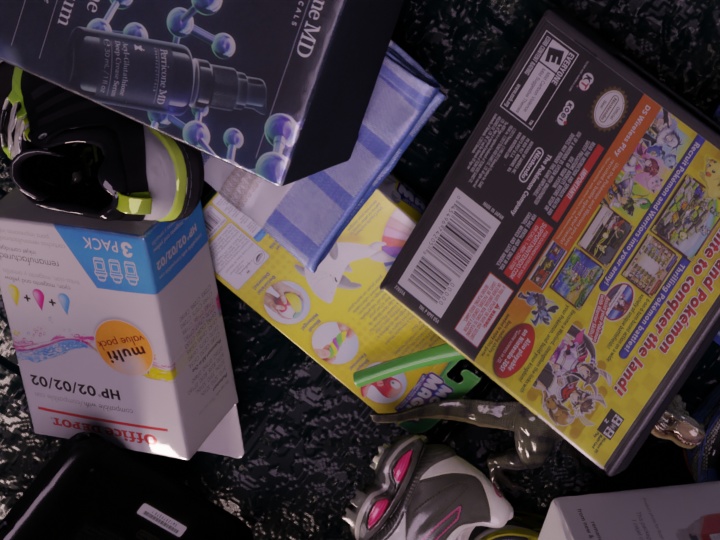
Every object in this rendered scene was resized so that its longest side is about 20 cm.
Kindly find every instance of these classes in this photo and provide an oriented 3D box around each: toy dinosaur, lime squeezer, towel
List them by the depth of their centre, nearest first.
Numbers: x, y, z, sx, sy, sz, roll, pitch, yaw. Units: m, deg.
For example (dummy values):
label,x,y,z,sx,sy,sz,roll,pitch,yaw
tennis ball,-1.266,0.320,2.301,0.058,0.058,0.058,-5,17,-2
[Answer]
label,x,y,z,sx,sy,sz,roll,pitch,yaw
towel,-0.063,-0.114,1.426,0.200,0.024,0.147,41,113,9
lime squeezer,0.098,0.048,1.472,0.199,0.038,0.071,2,159,-14
toy dinosaur,0.111,0.101,1.501,0.199,0.048,0.088,-3,143,10

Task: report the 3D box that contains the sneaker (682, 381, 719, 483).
label,x,y,z,sx,sy,sz,roll,pitch,yaw
sneaker,0.259,0.066,1.466,0.075,0.078,0.200,22,116,-3

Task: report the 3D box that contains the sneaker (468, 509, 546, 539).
label,x,y,z,sx,sy,sz,roll,pitch,yaw
sneaker,0.139,0.196,1.551,0.200,0.085,0.075,32,102,-30

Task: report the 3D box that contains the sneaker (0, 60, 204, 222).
label,x,y,z,sx,sy,sz,roll,pitch,yaw
sneaker,-0.175,-0.077,1.418,0.200,0.083,0.072,23,118,41

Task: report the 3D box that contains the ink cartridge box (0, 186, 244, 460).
label,x,y,z,sx,sy,sz,roll,pitch,yaw
ink cartridge box,-0.146,0.043,1.493,0.115,0.068,0.201,8,125,26

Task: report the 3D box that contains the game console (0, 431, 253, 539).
label,x,y,z,sx,sy,sz,roll,pitch,yaw
game console,-0.197,0.177,1.560,0.176,0.116,0.200,-51,142,0

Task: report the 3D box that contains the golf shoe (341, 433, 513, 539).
label,x,y,z,sx,sy,sz,roll,pitch,yaw
golf shoe,0.012,0.197,1.465,0.088,0.077,0.200,30,102,8

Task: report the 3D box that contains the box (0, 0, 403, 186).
label,x,y,z,sx,sy,sz,roll,pitch,yaw
box,-0.086,-0.157,1.356,0.200,0.107,0.149,24,108,15

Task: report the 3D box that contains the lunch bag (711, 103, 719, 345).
label,x,y,z,sx,sy,sz,roll,pitch,yaw
lunch bag,0.262,-0.038,1.375,0.161,0.082,0.200,47,118,31

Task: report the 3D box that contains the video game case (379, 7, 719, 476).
label,x,y,z,sx,sy,sz,roll,pitch,yaw
video game case,0.128,-0.016,1.392,0.181,0.025,0.200,39,114,19

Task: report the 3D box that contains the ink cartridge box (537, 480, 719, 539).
label,x,y,z,sx,sy,sz,roll,pitch,yaw
ink cartridge box,0.201,0.200,1.456,0.199,0.084,0.145,-4,135,-18

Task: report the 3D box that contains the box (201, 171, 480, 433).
label,x,y,z,sx,sy,sz,roll,pitch,yaw
box,0.000,0.000,1.493,0.200,0.048,0.117,42,113,-8
